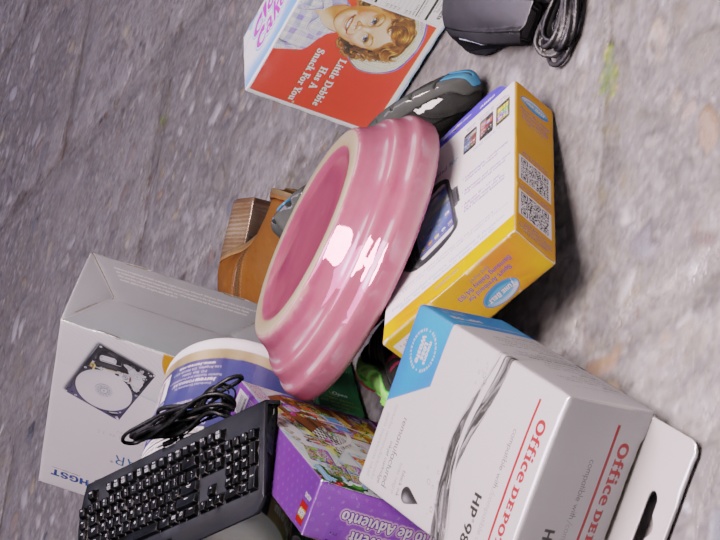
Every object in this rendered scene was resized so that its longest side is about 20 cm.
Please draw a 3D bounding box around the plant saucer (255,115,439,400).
[{"bbox_3d":[-0.015,-0.015,1.555,0.201,0.051,0.201,-59,15,26],"label":"plant saucer"}]

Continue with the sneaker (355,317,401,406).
[{"bbox_3d":[0.052,0.056,1.512,0.200,0.076,0.084,30,101,65],"label":"sneaker"}]

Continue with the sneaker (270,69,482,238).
[{"bbox_3d":[0.027,-0.065,1.694,0.200,0.082,0.073,-43,-9,31],"label":"sneaker"}]

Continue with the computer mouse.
[{"bbox_3d":[0.105,-0.217,1.617,0.200,0.046,0.142,-156,82,-69],"label":"computer mouse"}]

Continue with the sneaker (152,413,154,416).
[{"bbox_3d":[-0.140,0.195,1.764,0.114,0.072,0.201,-54,-28,-38],"label":"sneaker"}]

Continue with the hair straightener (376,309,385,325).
[{"bbox_3d":[0.000,0.000,1.652,0.200,0.041,0.077,-36,76,39],"label":"hair straightener"}]

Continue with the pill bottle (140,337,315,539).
[{"bbox_3d":[-0.099,0.155,1.606,0.111,0.110,0.201,-51,20,46],"label":"pill bottle"}]

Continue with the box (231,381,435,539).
[{"bbox_3d":[0.002,0.134,1.491,0.039,0.136,0.200,-69,21,8],"label":"box"}]

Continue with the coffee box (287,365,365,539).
[{"bbox_3d":[-0.036,0.153,1.705,0.201,0.044,0.124,-105,36,-55],"label":"coffee box"}]

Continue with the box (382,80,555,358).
[{"bbox_3d":[0.071,-0.036,1.503,0.119,0.041,0.201,-41,21,28],"label":"box"}]

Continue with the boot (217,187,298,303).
[{"bbox_3d":[-0.055,0.019,1.838,0.200,0.073,0.156,170,107,-66],"label":"boot"}]

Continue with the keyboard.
[{"bbox_3d":[-0.129,0.129,1.514,0.199,0.039,0.105,-27,48,41],"label":"keyboard"}]

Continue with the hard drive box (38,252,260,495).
[{"bbox_3d":[-0.157,0.099,1.819,0.201,0.155,0.077,104,-176,-47],"label":"hard drive box"}]

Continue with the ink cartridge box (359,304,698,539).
[{"bbox_3d":[0.090,0.107,1.324,0.200,0.066,0.117,31,104,55],"label":"ink cartridge box"}]

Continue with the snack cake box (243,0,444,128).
[{"bbox_3d":[0.003,-0.206,1.775,0.200,0.114,0.068,-56,27,39],"label":"snack cake box"}]
